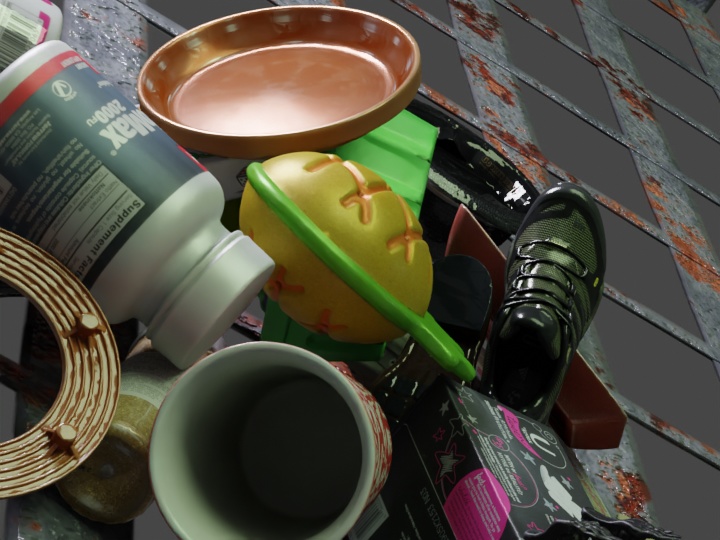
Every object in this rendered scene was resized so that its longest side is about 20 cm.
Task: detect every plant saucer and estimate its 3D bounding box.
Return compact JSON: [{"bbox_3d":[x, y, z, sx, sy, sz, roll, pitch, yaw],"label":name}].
[{"bbox_3d":[0.127,0.056,1.882,0.200,0.037,0.200,52,-3,11],"label":"plant saucer"},{"bbox_3d":[-0.056,-0.129,1.720,0.199,0.032,0.201,-5,31,3],"label":"plant saucer"}]

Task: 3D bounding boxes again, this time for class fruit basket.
[{"bbox_3d":[-0.061,-0.037,1.771,0.215,0.156,0.216,7,48,-8],"label":"fruit basket"}]

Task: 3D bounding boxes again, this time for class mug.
[{"bbox_3d":[-0.053,0.132,1.513,0.133,0.178,0.200,21,1,7],"label":"mug"}]

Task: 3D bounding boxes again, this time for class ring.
[{"bbox_3d":[-0.234,0.045,1.429,0.200,0.019,0.201,13,50,-16],"label":"ring"}]

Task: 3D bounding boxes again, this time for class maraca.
[{"bbox_3d":[0.000,0.000,1.606,0.200,0.107,0.137,43,8,-15],"label":"maraca"}]

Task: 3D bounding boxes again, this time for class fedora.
[{"bbox_3d":[0.069,-0.066,2.181,0.200,0.092,0.201,32,21,-14],"label":"fedora"}]

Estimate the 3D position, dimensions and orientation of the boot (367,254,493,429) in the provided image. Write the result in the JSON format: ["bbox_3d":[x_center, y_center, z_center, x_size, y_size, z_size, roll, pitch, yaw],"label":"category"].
[{"bbox_3d":[0.048,0.096,1.763,0.074,0.200,0.097,20,-23,15],"label":"boot"}]

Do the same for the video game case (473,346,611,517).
[{"bbox_3d":[0.127,0.131,1.881,0.182,0.023,0.200,43,12,-39],"label":"video game case"}]

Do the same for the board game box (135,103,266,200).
[{"bbox_3d":[-0.165,-0.073,1.710,0.199,0.035,0.126,-15,29,-18],"label":"board game box"}]

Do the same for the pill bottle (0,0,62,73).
[{"bbox_3d":[-0.325,-0.186,1.767,0.200,0.113,0.113,29,22,-22],"label":"pill bottle"}]

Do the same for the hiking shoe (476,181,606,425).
[{"bbox_3d":[0.132,0.031,1.730,0.075,0.201,0.101,15,-9,-1],"label":"hiking shoe"}]

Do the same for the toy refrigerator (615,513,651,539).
[{"bbox_3d":[0.192,0.255,1.730,0.076,0.070,0.200,29,20,-2],"label":"toy refrigerator"}]

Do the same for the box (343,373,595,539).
[{"bbox_3d":[0.081,0.191,1.591,0.115,0.132,0.200,28,23,-33],"label":"box"}]

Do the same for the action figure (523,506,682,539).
[{"bbox_3d":[0.125,0.244,1.434,0.102,0.201,0.119,17,7,43],"label":"action figure"}]

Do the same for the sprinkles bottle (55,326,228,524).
[{"bbox_3d":[-0.134,0.090,1.547,0.068,0.068,0.200,36,20,-3],"label":"sprinkles bottle"}]

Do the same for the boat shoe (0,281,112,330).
[{"bbox_3d":[-0.171,0.016,1.644,0.199,0.066,0.074,-7,7,-38],"label":"boat shoe"}]

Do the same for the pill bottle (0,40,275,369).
[{"bbox_3d":[-0.155,-0.037,1.543,0.200,0.120,0.120,42,21,4],"label":"pill bottle"}]

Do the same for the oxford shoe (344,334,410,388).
[{"bbox_3d":[0.030,0.078,1.869,0.200,0.058,0.075,41,10,-36],"label":"oxford shoe"}]
